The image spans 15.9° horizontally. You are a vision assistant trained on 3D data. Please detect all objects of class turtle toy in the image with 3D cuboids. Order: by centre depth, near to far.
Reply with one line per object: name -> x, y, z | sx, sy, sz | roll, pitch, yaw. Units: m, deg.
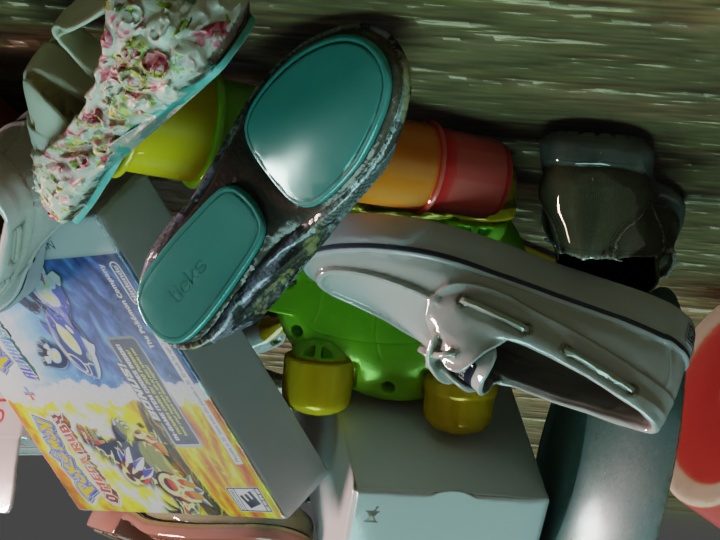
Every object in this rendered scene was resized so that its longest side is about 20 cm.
turtle toy -> 0.000, 0.000, 1.361 | 0.199, 0.147, 0.101 | 7, -169, 4

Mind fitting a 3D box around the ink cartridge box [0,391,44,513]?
ink cartridge box -> -0.200, 0.048, 1.524 | 0.067, 0.201, 0.117 | 16, 167, -42

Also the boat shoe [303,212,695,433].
boat shoe -> 0.061, 0.029, 1.260 | 0.199, 0.066, 0.072 | 18, 156, 2

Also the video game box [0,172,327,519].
video game box -> -0.133, 0.042, 1.366 | 0.182, 0.047, 0.200 | -2, 126, 49

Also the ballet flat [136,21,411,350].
ballet flat -> -0.030, -0.042, 1.164 | 0.072, 0.072, 0.200 | 14, 133, -34

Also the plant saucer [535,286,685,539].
plant saucer -> 0.120, 0.103, 1.344 | 0.038, 0.202, 0.201 | 13, 169, -8

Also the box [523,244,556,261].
box -> 0.030, -0.002, 1.535 | 0.117, 0.049, 0.200 | 0, 169, 37

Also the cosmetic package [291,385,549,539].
cosmetic package -> 0.027, 0.095, 1.406 | 0.107, 0.085, 0.200 | 5, -148, -11

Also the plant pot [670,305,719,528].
plant pot -> 0.294, 0.105, 1.600 | 0.177, 0.201, 0.200 | 23, 164, -26

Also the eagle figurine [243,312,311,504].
eagle figurine -> -0.074, 0.055, 1.587 | 0.199, 0.153, 0.151 | 14, -176, -41

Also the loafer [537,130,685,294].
loafer -> 0.121, -0.017, 1.312 | 0.075, 0.070, 0.200 | 4, 169, 16

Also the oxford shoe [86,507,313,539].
oxford shoe -> -0.087, 0.126, 1.455 | 0.071, 0.074, 0.200 | 28, 165, -35

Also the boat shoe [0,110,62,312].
boat shoe -> -0.189, -0.016, 1.255 | 0.070, 0.071, 0.200 | -35, 180, -31

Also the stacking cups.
stacking cups -> -0.024, -0.055, 1.232 | 0.199, 0.061, 0.060 | 12, 169, -25

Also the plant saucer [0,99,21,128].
plant saucer -> -0.257, -0.074, 1.358 | 0.199, 0.037, 0.200 | 6, 170, 13

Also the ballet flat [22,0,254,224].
ballet flat -> -0.106, -0.083, 1.092 | 0.064, 0.076, 0.200 | 34, 147, -10
